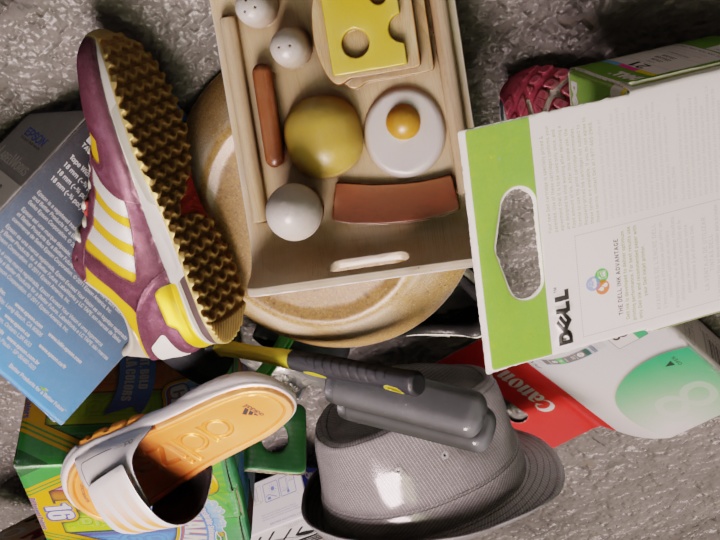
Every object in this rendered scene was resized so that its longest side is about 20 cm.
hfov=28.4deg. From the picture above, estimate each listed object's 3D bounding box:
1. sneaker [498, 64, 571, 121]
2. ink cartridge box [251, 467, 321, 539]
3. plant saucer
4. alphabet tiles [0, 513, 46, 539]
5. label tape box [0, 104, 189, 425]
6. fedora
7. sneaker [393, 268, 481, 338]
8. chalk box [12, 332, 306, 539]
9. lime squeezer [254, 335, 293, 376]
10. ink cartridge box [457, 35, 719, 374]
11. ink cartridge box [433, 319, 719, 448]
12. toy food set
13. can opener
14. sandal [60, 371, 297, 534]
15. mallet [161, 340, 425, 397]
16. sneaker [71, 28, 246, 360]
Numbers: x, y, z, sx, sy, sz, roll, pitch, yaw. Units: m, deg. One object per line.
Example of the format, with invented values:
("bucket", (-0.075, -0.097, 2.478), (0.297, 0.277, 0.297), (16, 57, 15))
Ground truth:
("sneaker", (0.150, -0.049, 0.912), (0.081, 0.075, 0.200), (-49, 117, -9))
("ink cartridge box", (-0.103, 0.220, 1.205), (0.199, 0.045, 0.094), (-24, 157, 24))
("plant saucer", (-0.027, -0.039, 0.873), (0.198, 0.035, 0.202), (5, 112, 14))
("alphabet tiles", (-0.228, 0.215, 1.146), (0.198, 0.167, 0.008), (-6, 102, 38))
("label tape box", (-0.181, -0.023, 0.921), (0.200, 0.063, 0.144), (-48, 132, -10))
("fedora", (0.045, 0.126, 1.053), (0.198, 0.177, 0.091), (-14, 111, 0))
("sneaker", (0.000, 0.000, 0.938), (0.198, 0.088, 0.076), (6, 114, -13))
("chalk box", (-0.140, 0.124, 1.060), (0.198, 0.126, 0.125), (-4, 139, 2))
("lime squeezer", (-0.006, 0.026, 1.000), (0.198, 0.071, 0.038), (-19, 124, -24))
("ink cartridge box", (0.143, -0.042, 0.826), (0.198, 0.076, 0.149), (-14, 111, -15))
("ink cartridge box", (0.168, 0.086, 1.080), (0.199, 0.050, 0.161), (-33, 129, 29))
("toy food set", (-0.011, -0.094, 0.798), (0.142, 0.060, 0.202), (-8, 97, 8))
("can opener", (0.004, 0.070, 0.994), (0.198, 0.067, 0.053), (11, 156, 26))
("sandal", (-0.126, 0.130, 0.927), (0.206, 0.060, 0.079), (-32, 129, 33))
("mallet", (-0.053, 0.051, 0.895), (0.198, 0.042, 0.066), (4, 155, 38))
("sneaker", (-0.144, -0.040, 0.851), (0.089, 0.075, 0.202), (-14, 101, 23))
